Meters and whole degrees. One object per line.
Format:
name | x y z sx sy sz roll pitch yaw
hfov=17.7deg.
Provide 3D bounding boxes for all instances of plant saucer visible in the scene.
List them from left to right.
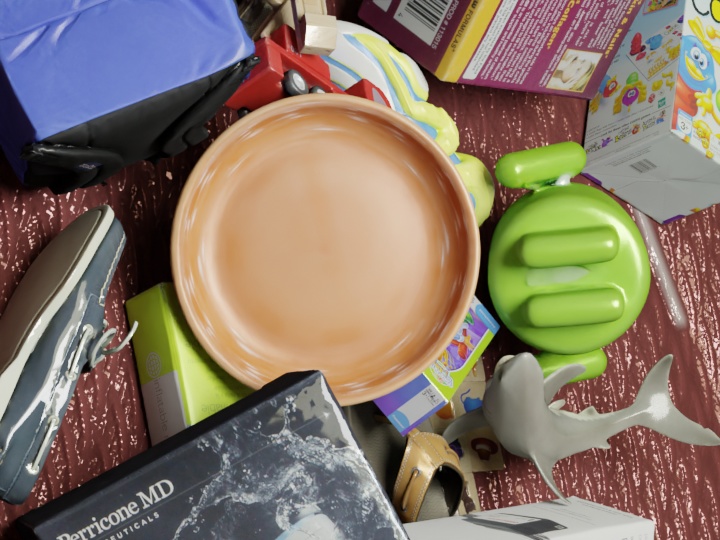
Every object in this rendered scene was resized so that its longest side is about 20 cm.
plant saucer | -0.023 -0.013 1.491 0.199 0.037 0.201 0 91 -4

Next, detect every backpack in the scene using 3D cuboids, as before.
backpack | -0.158 -0.143 1.429 0.162 0.200 0.169 -17 82 -11

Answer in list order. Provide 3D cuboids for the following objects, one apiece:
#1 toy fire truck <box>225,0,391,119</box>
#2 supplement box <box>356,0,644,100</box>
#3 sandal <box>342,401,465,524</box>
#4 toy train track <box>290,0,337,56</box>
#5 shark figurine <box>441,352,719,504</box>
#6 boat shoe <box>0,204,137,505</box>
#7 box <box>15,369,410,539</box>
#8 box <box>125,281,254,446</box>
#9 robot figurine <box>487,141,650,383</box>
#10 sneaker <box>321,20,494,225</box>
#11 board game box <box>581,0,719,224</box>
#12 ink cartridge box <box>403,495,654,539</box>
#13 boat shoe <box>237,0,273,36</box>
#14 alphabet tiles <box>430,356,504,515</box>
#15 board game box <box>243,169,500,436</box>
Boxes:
toy fire truck | -0.053 -0.151 1.553 0.200 0.049 0.141 32 38 -41
supplement box | 0.115 -0.212 1.717 0.103 0.131 0.200 40 23 33
sandal | 0.041 0.154 1.586 0.082 0.054 0.201 -18 93 -43
toy train track | -0.038 -0.239 1.541 0.114 0.033 0.201 4 65 -29
shark figurine | 0.150 0.123 1.644 0.214 0.128 0.090 11 46 -45
boat shoe | -0.188 0.050 1.420 0.062 0.075 0.201 38 53 -23
box | -0.072 0.192 1.383 0.196 0.117 0.201 -28 93 -13
box | -0.077 0.109 1.514 0.122 0.048 0.201 0 73 -42
robot figurine | 0.150 -0.003 1.682 0.200 0.115 0.176 -65 147 -82
sneaker | 0.018 -0.085 1.657 0.200 0.076 0.105 44 50 -21
board game box | 0.259 -0.158 1.882 0.103 0.105 0.201 29 57 -31
ink cartridge box | 0.102 0.242 1.566 0.199 0.084 0.146 -3 100 -43
boat shoe | -0.067 -0.220 1.637 0.075 0.075 0.203 28 57 -25
alphabet tiles | 0.030 0.082 1.651 0.166 0.006 0.201 -1 74 -43
board game box | 0.000 0.000 1.581 0.200 0.045 0.134 50 28 -5
